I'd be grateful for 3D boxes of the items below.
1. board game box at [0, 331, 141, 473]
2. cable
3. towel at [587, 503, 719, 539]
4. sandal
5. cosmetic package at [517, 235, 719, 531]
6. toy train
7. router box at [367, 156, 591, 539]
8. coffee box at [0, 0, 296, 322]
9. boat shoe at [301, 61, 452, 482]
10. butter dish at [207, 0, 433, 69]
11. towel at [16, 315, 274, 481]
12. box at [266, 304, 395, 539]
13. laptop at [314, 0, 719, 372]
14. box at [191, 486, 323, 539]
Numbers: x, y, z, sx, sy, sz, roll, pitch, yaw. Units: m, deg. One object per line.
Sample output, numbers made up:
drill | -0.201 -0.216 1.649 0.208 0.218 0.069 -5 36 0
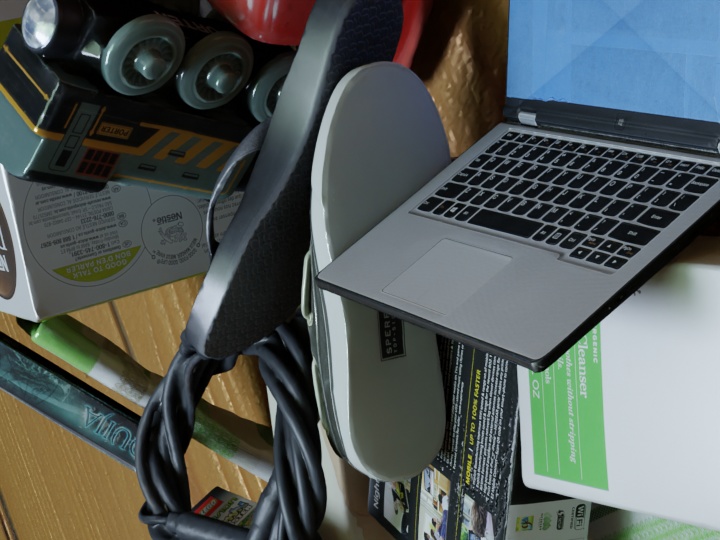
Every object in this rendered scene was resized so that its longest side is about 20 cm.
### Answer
board game box | -0.206 0.069 1.071 0.199 0.028 0.135 31 174 0
cable | -0.068 0.103 0.923 0.200 0.051 0.164 -40 58 49
towel | 0.144 0.109 0.807 0.149 0.031 0.201 -37 70 57
sandal | -0.036 -0.051 0.835 0.043 0.076 0.201 27 97 29
cosmetic package | 0.156 0.043 0.662 0.199 0.084 0.108 3 99 55
toy train | -0.108 -0.094 0.902 0.085 0.199 0.114 47 115 33
router box | 0.061 0.056 0.839 0.149 0.051 0.201 -146 57 -60
coffee box | -0.166 -0.094 1.050 0.199 0.199 0.199 10 114 59
boat shoe | 0.000 0.000 0.821 0.064 0.070 0.202 12 103 63
butter dish | -0.053 -0.203 0.853 0.200 0.147 0.201 56 147 29
towel | -0.127 0.078 1.090 0.199 0.031 0.149 33 173 -16
box | 0.001 0.053 0.952 0.078 0.095 0.201 21 124 55
laptop | 0.070 -0.080 0.700 0.116 0.200 0.187 58 162 -23
box | -0.023 0.223 1.004 0.110 0.035 0.201 13 138 53
